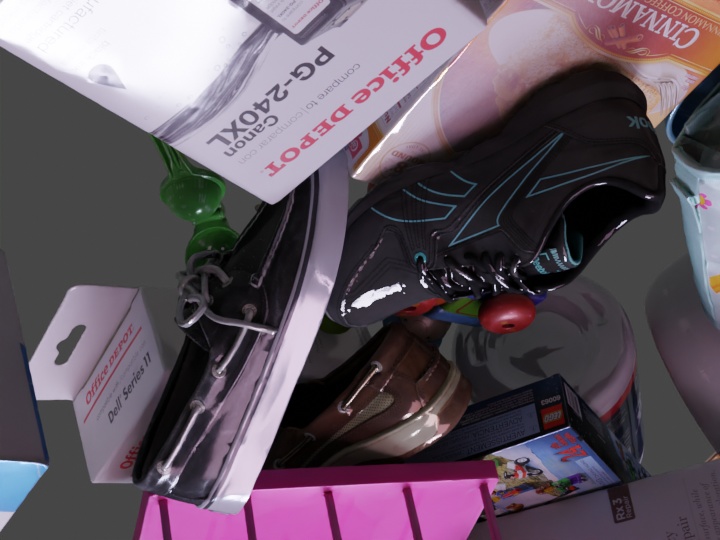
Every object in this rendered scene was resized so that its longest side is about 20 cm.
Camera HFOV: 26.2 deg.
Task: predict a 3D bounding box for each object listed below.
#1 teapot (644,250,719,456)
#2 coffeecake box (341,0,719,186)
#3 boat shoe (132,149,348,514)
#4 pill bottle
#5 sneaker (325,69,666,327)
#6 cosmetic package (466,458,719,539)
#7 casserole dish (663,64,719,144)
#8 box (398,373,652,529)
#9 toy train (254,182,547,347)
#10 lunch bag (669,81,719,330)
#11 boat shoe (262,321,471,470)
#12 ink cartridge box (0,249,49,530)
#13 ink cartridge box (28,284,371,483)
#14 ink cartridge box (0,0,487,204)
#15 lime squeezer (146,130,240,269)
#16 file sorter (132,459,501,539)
[{"bbox_3d":[0.290,0.049,1.016,0.146,0.201,0.197,-33,142,20],"label":"teapot"},{"bbox_3d":[0.097,-0.121,0.798,0.153,0.073,0.200,13,132,-40],"label":"coffeecake box"},{"bbox_3d":[-0.065,0.024,0.787,0.068,0.074,0.200,17,103,-20],"label":"boat shoe"},{"bbox_3d":[0.134,0.100,1.060,0.119,0.120,0.200,-22,145,-1],"label":"pill bottle"},{"bbox_3d":[0.063,-0.021,0.779,0.200,0.080,0.075,-34,143,19],"label":"sneaker"},{"bbox_3d":[0.162,0.188,0.933,0.199,0.102,0.074,-17,143,10],"label":"cosmetic package"},{"bbox_3d":[0.251,-0.138,0.888,0.121,0.039,0.200,9,134,-37],"label":"casserole dish"},{"bbox_3d":[0.104,0.143,0.977,0.136,0.038,0.200,-22,142,20],"label":"box"},{"bbox_3d":[0.000,0.000,0.909,0.199,0.085,0.116,10,150,-30],"label":"toy train"},{"bbox_3d":[0.276,-0.050,0.873,0.199,0.122,0.171,-18,144,6],"label":"lunch bag"},{"bbox_3d":[-0.032,0.091,0.905,0.202,0.075,0.075,-34,108,25],"label":"boat shoe"},{"bbox_3d":[-0.279,0.095,0.809,0.144,0.148,0.200,11,132,-37],"label":"ink cartridge box"},{"bbox_3d":[-0.098,0.074,0.946,0.199,0.068,0.117,6,136,-33],"label":"ink cartridge box"},{"bbox_3d":[-0.059,-0.133,0.690,0.145,0.084,0.200,-38,141,20],"label":"ink cartridge box"},{"bbox_3d":[-0.091,-0.019,0.840,0.038,0.071,0.201,-4,117,24],"label":"lime squeezer"},{"bbox_3d":[-0.023,0.199,0.864,0.199,0.126,0.139,0,142,-17],"label":"file sorter"}]
